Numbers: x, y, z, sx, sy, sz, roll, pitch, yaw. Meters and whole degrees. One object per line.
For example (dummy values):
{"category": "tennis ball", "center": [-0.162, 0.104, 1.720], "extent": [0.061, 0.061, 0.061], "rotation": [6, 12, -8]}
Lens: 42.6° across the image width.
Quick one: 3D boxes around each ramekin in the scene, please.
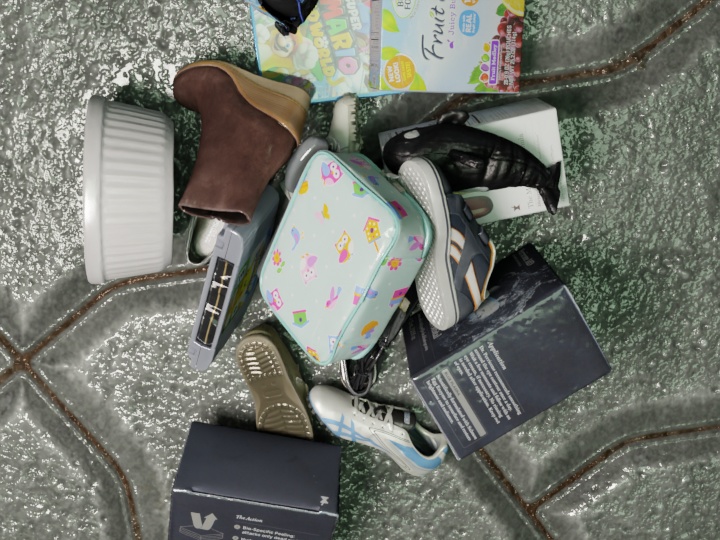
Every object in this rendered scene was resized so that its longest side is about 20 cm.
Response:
{"category": "ramekin", "center": [-0.255, -0.087, 1.028], "extent": [0.092, 0.203, 0.207], "rotation": [1, 106, -13]}

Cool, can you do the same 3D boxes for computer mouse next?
{"category": "computer mouse", "center": [0.040, 0.038, 1.069], "extent": [0.046, 0.141, 0.201], "rotation": [33, 72, 6]}

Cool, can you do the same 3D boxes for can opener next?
{"category": "can opener", "center": [-0.075, -0.065, 1.046], "extent": [0.065, 0.053, 0.202], "rotation": [12, 119, -26]}

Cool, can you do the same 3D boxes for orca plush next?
{"category": "orca plush", "center": [0.122, -0.102, 0.976], "extent": [0.197, 0.071, 0.107], "rotation": [24, 103, -7]}

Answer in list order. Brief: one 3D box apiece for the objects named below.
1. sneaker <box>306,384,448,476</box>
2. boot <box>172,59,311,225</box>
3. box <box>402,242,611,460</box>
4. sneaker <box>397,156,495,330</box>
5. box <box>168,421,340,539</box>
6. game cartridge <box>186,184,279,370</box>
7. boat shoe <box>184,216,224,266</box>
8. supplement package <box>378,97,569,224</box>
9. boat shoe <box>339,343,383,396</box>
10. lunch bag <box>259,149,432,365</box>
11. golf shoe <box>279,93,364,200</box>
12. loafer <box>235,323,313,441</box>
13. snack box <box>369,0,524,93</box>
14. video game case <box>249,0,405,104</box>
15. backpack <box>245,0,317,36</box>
{"category": "sneaker", "center": [0.024, 0.191, 1.166], "extent": [0.198, 0.072, 0.073], "rotation": [29, 118, -15]}
{"category": "boot", "center": [-0.161, -0.141, 1.004], "extent": [0.197, 0.073, 0.168], "rotation": [14, 66, 30]}
{"category": "box", "center": [0.160, 0.087, 1.079], "extent": [0.198, 0.197, 0.119], "rotation": [-31, 103, 7]}
{"category": "sneaker", "center": [0.093, -0.039, 0.985], "extent": [0.078, 0.078, 0.203], "rotation": [-27, 127, -22]}
{"category": "box", "center": [-0.134, 0.313, 1.143], "extent": [0.192, 0.118, 0.203], "rotation": [10, 123, -4]}
{"category": "game cartridge", "center": [-0.145, 0.004, 1.069], "extent": [0.040, 0.134, 0.202], "rotation": [21, 124, 0]}
{"category": "boat shoe", "center": [-0.150, -0.091, 1.087], "extent": [0.071, 0.071, 0.203], "rotation": [21, 104, -7]}
{"category": "supplement package", "center": [0.126, -0.118, 1.066], "extent": [0.196, 0.110, 0.116], "rotation": [-12, 106, 2]}
{"category": "boat shoe", "center": [0.009, 0.058, 1.136], "extent": [0.071, 0.063, 0.204], "rotation": [6, 105, -4]}
{"category": "lunch bag", "center": [-0.020, -0.019, 0.967], "extent": [0.076, 0.161, 0.202], "rotation": [-1, 127, -46]}
{"category": "golf shoe", "center": [-0.048, -0.109, 1.085], "extent": [0.095, 0.078, 0.204], "rotation": [10, 105, 3]}
{"category": "loafer", "center": [-0.100, 0.150, 1.159], "extent": [0.074, 0.069, 0.203], "rotation": [-5, 122, 11]}
{"category": "snack box", "center": [0.096, -0.302, 1.024], "extent": [0.165, 0.068, 0.205], "rotation": [0, 103, -11]}
{"category": "video game case", "center": [-0.025, -0.271, 1.068], "extent": [0.195, 0.018, 0.146], "rotation": [-7, 105, 0]}
{"category": "backpack", "center": [-0.111, -0.352, 0.941], "extent": [0.181, 0.200, 0.136], "rotation": [33, 94, -1]}
